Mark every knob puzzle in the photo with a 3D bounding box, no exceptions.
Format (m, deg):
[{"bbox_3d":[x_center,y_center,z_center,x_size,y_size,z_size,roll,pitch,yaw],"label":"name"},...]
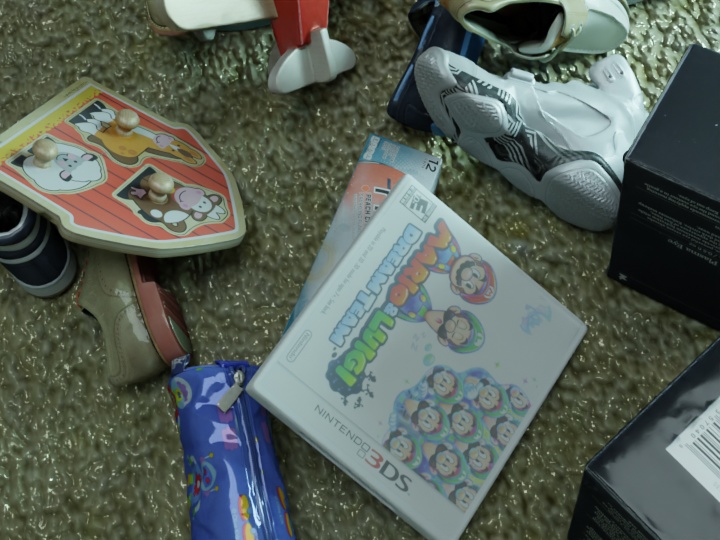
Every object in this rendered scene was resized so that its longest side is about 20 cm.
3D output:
[{"bbox_3d":[-0.176,-0.080,0.886,0.217,0.031,0.221,18,36,-13],"label":"knob puzzle"}]

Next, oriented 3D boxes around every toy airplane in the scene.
[{"bbox_3d":[-0.070,-0.248,0.934,0.140,0.200,0.201,25,83,32],"label":"toy airplane"}]

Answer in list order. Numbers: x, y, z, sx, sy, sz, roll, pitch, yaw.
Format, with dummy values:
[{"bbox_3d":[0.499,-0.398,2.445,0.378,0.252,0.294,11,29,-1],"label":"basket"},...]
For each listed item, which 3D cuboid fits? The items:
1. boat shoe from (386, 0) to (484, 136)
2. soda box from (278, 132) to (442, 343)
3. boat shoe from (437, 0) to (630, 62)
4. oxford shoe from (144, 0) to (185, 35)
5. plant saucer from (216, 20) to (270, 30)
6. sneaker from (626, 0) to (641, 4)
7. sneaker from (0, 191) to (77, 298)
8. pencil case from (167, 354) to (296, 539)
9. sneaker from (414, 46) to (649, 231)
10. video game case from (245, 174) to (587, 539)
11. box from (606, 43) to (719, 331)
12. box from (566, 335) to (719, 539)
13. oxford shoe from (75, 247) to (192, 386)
[{"bbox_3d":[0.069,-0.214,0.944,0.068,0.084,0.202,11,65,16],"label":"boat shoe"},{"bbox_3d":[0.000,0.000,0.860,0.063,0.069,0.202,20,70,7],"label":"soda box"},{"bbox_3d":[0.141,-0.200,0.892,0.198,0.075,0.069,7,54,-31],"label":"boat shoe"},{"bbox_3d":[-0.161,-0.300,0.980,0.070,0.074,0.202,-2,66,7],"label":"oxford shoe"},{"bbox_3d":[-0.112,-0.316,1.042,0.197,0.036,0.202,-3,65,6],"label":"plant saucer"},{"bbox_3d":[0.230,-0.273,0.961,0.197,0.073,0.071,-7,55,-5],"label":"sneaker"},{"bbox_3d":[-0.314,-0.071,0.917,0.070,0.109,0.200,-43,67,-13],"label":"sneaker"},{"bbox_3d":[-0.087,0.158,0.794,0.077,0.087,0.202,-1,63,-24],"label":"pencil case"},{"bbox_3d":[0.143,-0.130,0.884,0.199,0.075,0.115,37,69,-1],"label":"sneaker"},{"bbox_3d":[0.046,0.062,0.802,0.182,0.024,0.201,39,69,-6],"label":"video game case"},{"bbox_3d":[0.284,-0.031,0.773,0.199,0.183,0.105,28,71,18],"label":"box"},{"bbox_3d":[0.218,0.135,0.696,0.148,0.200,0.104,-41,67,-10],"label":"box"},{"bbox_3d":[-0.201,-0.003,0.894,0.074,0.071,0.201,-27,63,3],"label":"oxford shoe"}]
